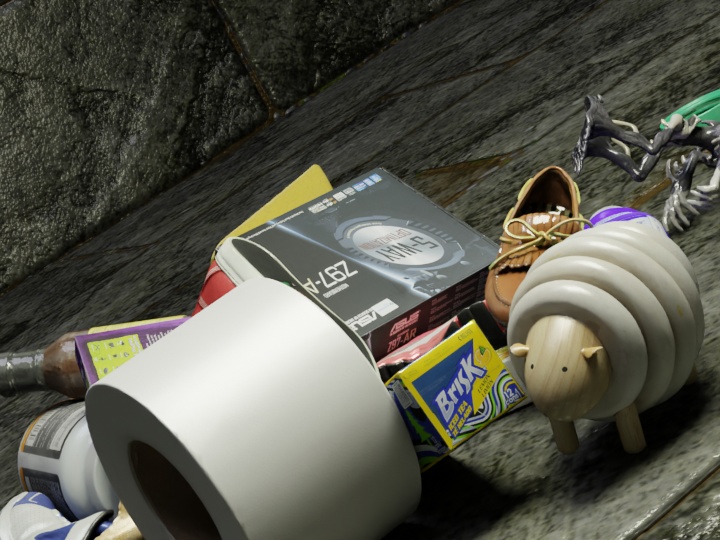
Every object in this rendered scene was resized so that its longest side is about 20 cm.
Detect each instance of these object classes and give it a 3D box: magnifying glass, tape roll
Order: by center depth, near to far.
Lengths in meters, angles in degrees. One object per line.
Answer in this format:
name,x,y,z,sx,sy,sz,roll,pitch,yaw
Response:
tape roll,-0.074,0.125,1.270,0.139,0.204,0.202,-35,13,-25
magnifying glass,0.398,-0.183,1.899,0.199,0.022,0.080,-27,11,20

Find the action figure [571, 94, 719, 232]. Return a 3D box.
action figure,0.280,-0.087,1.574,0.198,0.103,0.119,9,-19,0

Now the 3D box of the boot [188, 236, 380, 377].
boot,-0.075,0.087,1.460,0.072,0.200,0.145,13,-66,-48

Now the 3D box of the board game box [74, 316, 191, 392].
board game box,-0.154,0.121,1.525,0.119,0.032,0.201,-12,46,-16

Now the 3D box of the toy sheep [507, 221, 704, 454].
toy sheep,0.165,0.036,1.227,0.137,0.138,0.200,-20,16,37

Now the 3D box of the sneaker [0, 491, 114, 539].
sneaker,-0.233,0.236,1.512,0.115,0.081,0.200,-25,19,0

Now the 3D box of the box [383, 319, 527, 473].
box,0.044,0.100,1.289,0.070,0.064,0.200,-33,-6,-20

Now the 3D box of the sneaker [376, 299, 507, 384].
sneaker,0.080,0.061,1.488,0.199,0.074,0.087,-25,10,18

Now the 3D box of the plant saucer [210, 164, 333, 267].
plant saucer,-0.074,0.027,1.817,0.048,0.201,0.200,19,35,23

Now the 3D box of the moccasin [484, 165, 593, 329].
moccasin,0.139,-0.017,1.416,0.073,0.078,0.202,11,31,12

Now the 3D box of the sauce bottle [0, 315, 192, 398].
sauce bottle,-0.228,0.080,1.666,0.198,0.065,0.065,-6,16,10

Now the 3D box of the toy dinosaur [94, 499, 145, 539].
toy dinosaur,-0.154,0.195,1.407,0.200,0.102,0.058,-37,15,-35

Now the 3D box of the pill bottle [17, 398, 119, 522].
pill bottle,-0.220,0.171,1.631,0.116,0.117,0.200,-34,13,-24

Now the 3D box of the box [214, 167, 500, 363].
box,0.000,0.000,1.572,0.199,0.044,0.160,-27,49,-35

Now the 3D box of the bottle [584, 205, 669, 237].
bottle,0.210,-0.008,1.485,0.083,0.066,0.200,-27,12,10

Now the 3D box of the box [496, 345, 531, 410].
box,0.086,0.094,1.417,0.199,0.042,0.039,-26,11,18
